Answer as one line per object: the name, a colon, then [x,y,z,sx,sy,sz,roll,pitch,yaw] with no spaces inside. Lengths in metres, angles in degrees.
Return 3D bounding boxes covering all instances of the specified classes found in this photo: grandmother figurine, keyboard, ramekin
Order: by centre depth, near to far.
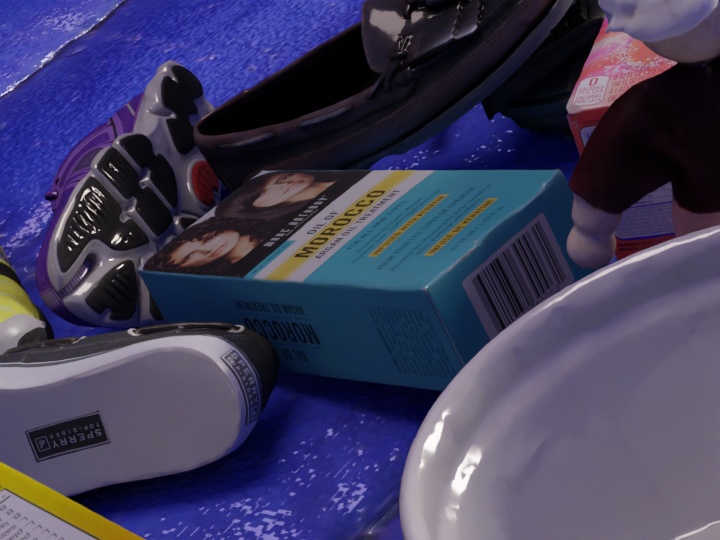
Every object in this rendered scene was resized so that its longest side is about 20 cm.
ramekin: [0.121,0.079,0.630,0.199,0.105,0.200,-18,28,10]
grandmother figurine: [0.123,-0.032,0.718,0.121,0.200,0.061,-22,28,1]
keyboard: [0.068,-0.120,1.051,0.127,0.021,0.200,-38,16,19]

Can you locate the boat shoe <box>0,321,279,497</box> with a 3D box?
boat shoe: [-0.125,0.061,0.896,0.199,0.069,0.057,-9,11,22]

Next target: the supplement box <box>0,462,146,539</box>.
supplement box: [-0.125,0.138,0.705,0.109,0.110,0.200,-37,30,-25]

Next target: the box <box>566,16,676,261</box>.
box: [0.190,-0.057,0.818,0.199,0.103,0.095,-9,31,26]

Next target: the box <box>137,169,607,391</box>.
box: [0.000,0.000,0.887,0.082,0.049,0.200,-40,25,-29]

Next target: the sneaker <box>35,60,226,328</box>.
sneaker: [-0.113,-0.023,1.037,0.083,0.081,0.200,-31,17,21]

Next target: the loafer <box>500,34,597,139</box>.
loafer: [0.141,-0.086,0.951,0.200,0.063,0.072,-19,32,50]

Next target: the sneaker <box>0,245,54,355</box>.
sneaker: [-0.195,0.006,1.006,0.075,0.077,0.200,-30,23,-12]

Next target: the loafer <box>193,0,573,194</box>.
loafer: [0.007,-0.088,0.976,0.200,0.063,0.072,-36,26,30]
